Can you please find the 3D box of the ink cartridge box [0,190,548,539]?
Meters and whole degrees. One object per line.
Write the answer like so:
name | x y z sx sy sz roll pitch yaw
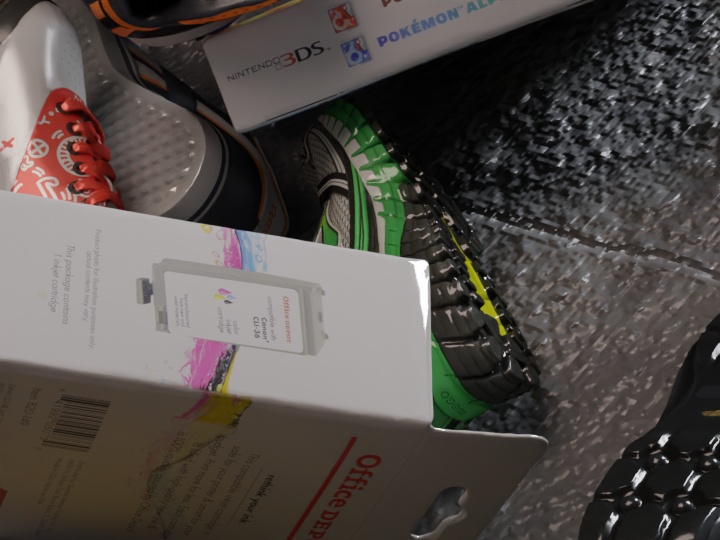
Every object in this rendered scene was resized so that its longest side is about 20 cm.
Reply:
ink cartridge box | -0.050 0.043 0.743 0.200 0.117 0.068 10 55 -16

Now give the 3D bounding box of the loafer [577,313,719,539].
loafer | 0.130 0.063 0.721 0.068 0.070 0.201 3 30 35

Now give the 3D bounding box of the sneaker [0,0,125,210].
sneaker | -0.110 -0.019 0.910 0.108 0.067 0.202 1 67 23

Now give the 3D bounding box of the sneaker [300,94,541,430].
sneaker | 0.000 0.000 0.881 0.085 0.078 0.200 -35 30 10

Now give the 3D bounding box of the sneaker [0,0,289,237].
sneaker | -0.107 -0.059 1.019 0.078 0.079 0.200 -51 46 4

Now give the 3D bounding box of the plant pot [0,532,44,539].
plant pot | -0.191 0.114 0.818 0.200 0.187 0.187 -14 37 0

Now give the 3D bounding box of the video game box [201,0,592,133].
video game box | 0.047 -0.120 0.940 0.182 0.047 0.200 -22 6 16

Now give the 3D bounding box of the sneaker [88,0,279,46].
sneaker | -0.012 -0.144 0.872 0.200 0.078 0.112 -34 12 -4

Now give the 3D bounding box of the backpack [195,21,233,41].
backpack | -0.118 -0.218 0.961 0.163 0.200 0.168 -55 38 12

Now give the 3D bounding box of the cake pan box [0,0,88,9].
cake pan box | -0.236 -0.117 1.070 0.200 0.184 0.052 -42 50 5
